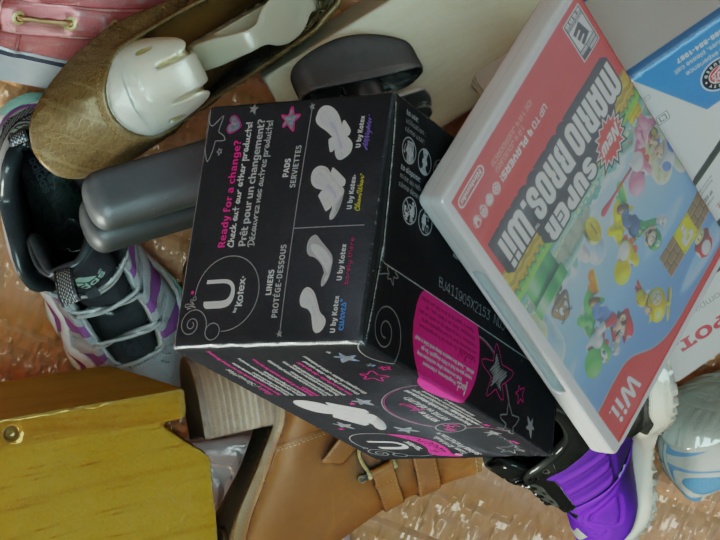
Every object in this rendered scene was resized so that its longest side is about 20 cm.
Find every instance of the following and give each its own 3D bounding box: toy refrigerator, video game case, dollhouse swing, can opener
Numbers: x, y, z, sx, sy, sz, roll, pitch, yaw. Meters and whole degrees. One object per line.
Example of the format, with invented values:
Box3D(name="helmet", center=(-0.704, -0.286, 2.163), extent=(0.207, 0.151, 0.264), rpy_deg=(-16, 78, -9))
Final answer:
Box3D(name="toy refrigerator", center=(0.047, -0.130, 1.554), extent=(0.199, 0.070, 0.076), rpy_deg=(-32, 102, 0))
Box3D(name="video game case", center=(0.112, -0.024, 1.426), extent=(0.143, 0.017, 0.200), rpy_deg=(-58, 133, -25))
Box3D(name="dollhouse swing", center=(-0.186, 0.150, 1.558), extent=(0.181, 0.176, 0.201), rpy_deg=(-9, 106, -17))
Box3D(name="can opener", center=(-0.057, -0.070, 1.482), extent=(0.199, 0.053, 0.067), rpy_deg=(-17, 69, -16))

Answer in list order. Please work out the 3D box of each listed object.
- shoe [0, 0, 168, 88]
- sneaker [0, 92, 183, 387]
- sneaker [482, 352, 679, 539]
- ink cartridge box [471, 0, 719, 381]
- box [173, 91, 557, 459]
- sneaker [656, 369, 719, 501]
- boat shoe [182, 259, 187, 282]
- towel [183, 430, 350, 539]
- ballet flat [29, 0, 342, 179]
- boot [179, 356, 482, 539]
Box3D(name="shoe", center=(-0.184, -0.150, 1.523), extent=(0.199, 0.071, 0.092), rpy_deg=(12, 101, -15))
Box3D(name="sneaker", center=(-0.147, 0.008, 1.526), extent=(0.077, 0.140, 0.201), rpy_deg=(-29, 105, 3))
Box3D(name="sneaker", center=(0.112, 0.097, 1.573), extent=(0.099, 0.070, 0.201), rpy_deg=(-14, 147, -11))
Box3D(name="ink cartridge box", center=(0.175, -0.059, 1.541), extent=(0.145, 0.084, 0.200), rpy_deg=(-34, 128, 3))
Box3D(name="box", center=(0.011, 0.007, 1.423), extent=(0.114, 0.200, 0.133), rpy_deg=(-3, 70, 30))
Box3D(name="sneaker", center=(0.261, 0.070, 1.636), extent=(0.199, 0.072, 0.073), rpy_deg=(-23, 140, -7))
Box3D(name="boat shoe", center=(0.000, 0.000, 1.585), extent=(0.199, 0.074, 0.067), rpy_deg=(-13, 129, -6))
Box3D(name="towel", center=(-0.094, 0.192, 1.603), extent=(0.190, 0.032, 0.201), rpy_deg=(-7, 101, 2))
Box3D(name="ballet flat", center=(-0.084, -0.113, 1.487), extent=(0.200, 0.072, 0.068), rpy_deg=(-32, 106, -30))
Box3D(name="boot", center=(-0.010, 0.123, 1.550), extent=(0.154, 0.077, 0.201), rpy_deg=(-10, 91, -15))
